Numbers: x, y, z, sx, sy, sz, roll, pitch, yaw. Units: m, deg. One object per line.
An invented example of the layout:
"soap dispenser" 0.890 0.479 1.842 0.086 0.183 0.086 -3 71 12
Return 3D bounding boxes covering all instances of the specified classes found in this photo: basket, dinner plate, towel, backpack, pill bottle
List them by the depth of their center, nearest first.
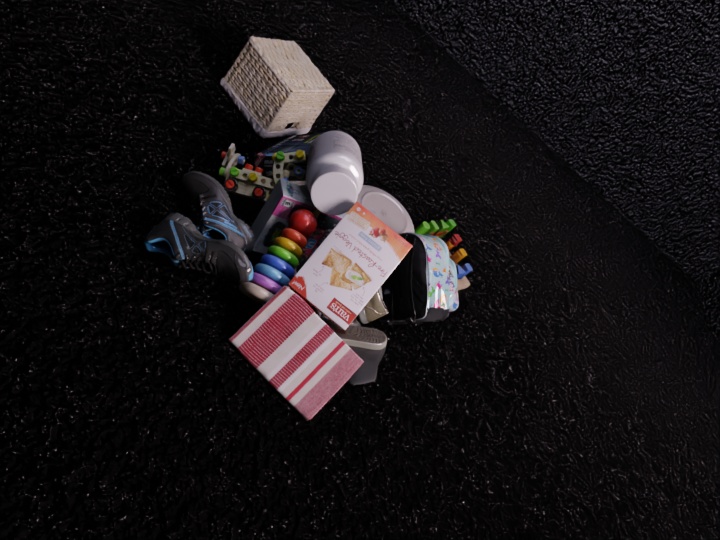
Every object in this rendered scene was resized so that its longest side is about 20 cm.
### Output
"towel" -0.112 0.144 0.928 0.200 0.023 0.144 45 80 0
"pill bottle" -0.052 -0.195 1.051 0.114 0.114 0.200 30 27 -20
"backpack" 0.124 0.016 1.174 0.150 0.177 0.200 -2 83 -38
"dinner plate" 0.054 -0.134 1.277 0.200 0.024 0.200 19 48 -23
"basket" -0.210 -0.472 1.363 0.200 0.161 0.198 53 36 7

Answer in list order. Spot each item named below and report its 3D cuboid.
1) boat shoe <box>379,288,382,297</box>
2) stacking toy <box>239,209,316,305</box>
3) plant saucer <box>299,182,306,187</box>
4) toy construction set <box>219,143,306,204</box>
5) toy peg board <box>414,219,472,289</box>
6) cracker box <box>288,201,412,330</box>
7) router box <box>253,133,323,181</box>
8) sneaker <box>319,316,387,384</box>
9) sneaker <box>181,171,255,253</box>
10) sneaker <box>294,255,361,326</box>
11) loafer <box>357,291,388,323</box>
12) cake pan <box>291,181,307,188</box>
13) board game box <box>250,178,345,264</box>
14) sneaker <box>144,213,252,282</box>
"boat shoe" -0.002 0.001 1.191 0.066 0.074 0.200 19 54 -39
"stacking toy" -0.145 -0.030 0.993 0.085 0.085 0.200 32 75 -18
"plant saucer" -0.086 -0.217 1.346 0.200 0.036 0.200 26 41 -25
"toy construction set" -0.223 -0.214 1.128 0.200 0.131 0.092 14 -7 15
"toy peg board" 0.218 -0.047 1.428 0.200 0.098 0.199 -10 63 -47
"cracker box" -0.019 -0.007 0.968 0.134 0.200 0.058 38 -6 2
"router box" -0.138 -0.273 1.253 0.150 0.062 0.200 6 30 21
"sneaker" -0.056 0.157 1.002 0.200 0.106 0.075 12 25 3
"sneaker" -0.289 -0.110 1.018 0.200 0.073 0.082 50 37 6
"sneaker" -0.059 0.049 1.077 0.200 0.090 0.066 51 38 6
"loafer" 0.019 0.009 1.090 0.075 0.070 0.200 -62 144 -78
"cake pan" -0.108 -0.177 1.199 0.200 0.037 0.200 -4 35 3
"board game box" -0.111 -0.087 1.102 0.200 0.148 0.064 17 34 -32
"sneaker" -0.282 -0.023 0.920 0.200 0.073 0.082 26 45 13
